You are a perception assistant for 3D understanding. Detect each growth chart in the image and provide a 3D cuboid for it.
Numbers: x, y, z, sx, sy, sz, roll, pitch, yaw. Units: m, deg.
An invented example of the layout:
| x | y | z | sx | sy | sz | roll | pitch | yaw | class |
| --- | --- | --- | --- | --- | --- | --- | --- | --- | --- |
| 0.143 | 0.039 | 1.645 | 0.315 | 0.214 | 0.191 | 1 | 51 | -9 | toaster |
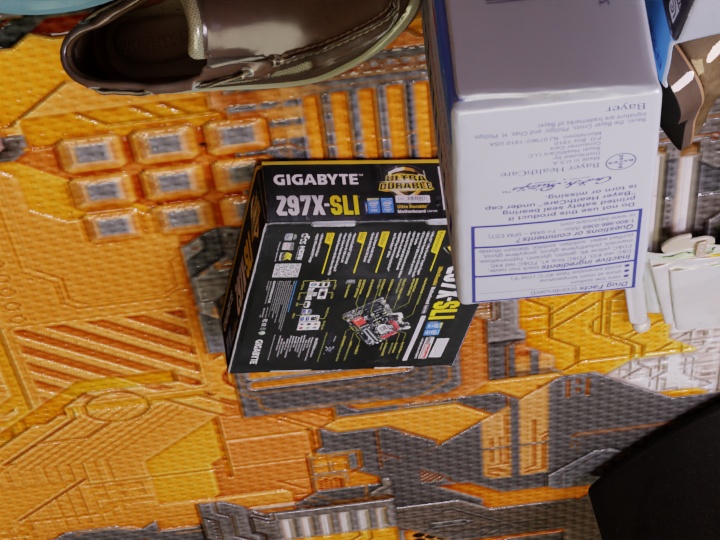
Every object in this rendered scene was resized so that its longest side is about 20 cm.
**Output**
| x | y | z | sx | sy | sz | roll | pitch | yaw | class |
| --- | --- | --- | --- | --- | --- | --- | --- | --- | --- |
| 0.272 | 0.002 | 1.689 | 0.198 | 0.018 | 0.145 | -6 | 151 | -2 | growth chart |

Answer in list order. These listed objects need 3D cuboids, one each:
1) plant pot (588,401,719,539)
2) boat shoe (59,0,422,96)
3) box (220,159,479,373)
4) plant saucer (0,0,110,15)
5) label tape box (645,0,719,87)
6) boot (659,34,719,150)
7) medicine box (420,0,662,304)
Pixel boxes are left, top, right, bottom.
| x | y | z | sx | sy | sz | roll | pitch | yaw | class |
| --- | --- | --- | --- | --- | --- | --- | --- | --- | --- |
| 0.321 | 0.204 | 1.900 | 0.199 | 0.200 | 0.178 | 9 | 137 | -25 | plant pot |
| -0.066 | -0.125 | 1.283 | 0.201 | 0.075 | 0.075 | -14 | -178 | 28 | boat shoe |
| 0.000 | 0.000 | 1.594 | 0.158 | 0.050 | 0.200 | -3 | 151 | -12 | box |
| -0.163 | -0.183 | 1.240 | 0.198 | 0.036 | 0.200 | -6 | 152 | -3 | plant saucer |
| 0.180 | -0.200 | 1.170 | 0.066 | 0.144 | 0.200 | -1 | 151 | -9 | label tape box |
| 0.185 | -0.117 | 1.360 | 0.075 | 0.074 | 0.200 | -36 | 179 | 0 | boot |
| 0.087 | -0.110 | 1.273 | 0.102 | 0.183 | 0.200 | -6 | 151 | -1 | medicine box |
